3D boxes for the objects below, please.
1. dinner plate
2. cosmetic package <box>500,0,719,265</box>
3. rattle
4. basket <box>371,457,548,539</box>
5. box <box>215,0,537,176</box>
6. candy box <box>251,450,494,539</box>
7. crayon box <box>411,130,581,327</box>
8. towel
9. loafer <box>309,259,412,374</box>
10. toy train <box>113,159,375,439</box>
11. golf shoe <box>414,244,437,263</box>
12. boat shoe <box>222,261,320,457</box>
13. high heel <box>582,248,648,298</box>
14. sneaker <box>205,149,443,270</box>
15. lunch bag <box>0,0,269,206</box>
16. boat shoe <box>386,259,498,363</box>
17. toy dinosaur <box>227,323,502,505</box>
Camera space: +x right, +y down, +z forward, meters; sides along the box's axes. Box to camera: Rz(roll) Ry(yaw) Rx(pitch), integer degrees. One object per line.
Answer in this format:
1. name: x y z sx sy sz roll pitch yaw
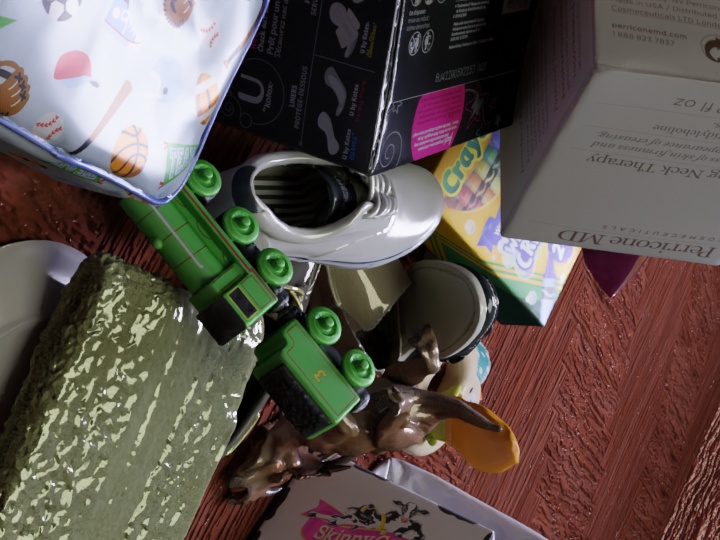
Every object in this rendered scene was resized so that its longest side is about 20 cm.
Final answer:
1. dinner plate: -0.187 0.081 0.667 0.200 0.024 0.201 -42 144 -42
2. cosmetic package: 0.195 -0.128 0.837 0.200 0.167 0.167 110 -15 -61
3. rattle: 0.119 0.119 1.179 0.200 0.143 0.131 17 75 -59
4. basket: 0.066 0.283 1.130 0.136 0.200 0.124 -40 147 -46
5. box: 0.017 -0.151 0.783 0.200 0.115 0.132 -26 131 -57
6. candy box: -0.013 0.259 0.981 0.200 0.167 0.072 -55 154 -27
7. crayon box: 0.094 -0.064 0.965 0.200 0.052 0.126 43 64 -32
8. towel: -0.134 0.096 0.689 0.148 0.036 0.200 24 88 -52
9. loafer: 0.000 0.000 0.920 0.076 0.068 0.200 -50 149 -33
10. toy train: -0.068 0.004 0.680 0.042 0.200 0.056 -36 -175 45
11. golf shoe: 0.099 -0.035 1.111 0.088 0.077 0.200 -49 168 26
12. boat shoe: -0.067 0.031 0.800 0.072 0.060 0.202 37 74 -32
13. high heel: 0.253 -0.037 1.000 0.067 0.200 0.096 -22 96 -45
14. sneaker: -0.011 -0.037 0.773 0.200 0.071 0.073 -11 85 -43
15. lunch bag: -0.122 -0.125 0.572 0.200 0.075 0.161 32 79 -63
16. boat shoe: 0.066 0.034 0.963 0.066 0.075 0.199 -10 166 -23
17. toy dinosaur: 0.001 0.108 0.919 0.136 0.199 0.086 83 8 -48
